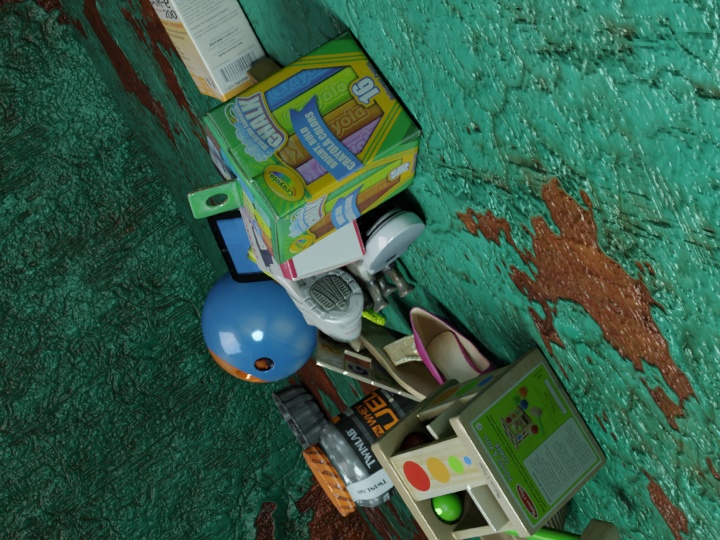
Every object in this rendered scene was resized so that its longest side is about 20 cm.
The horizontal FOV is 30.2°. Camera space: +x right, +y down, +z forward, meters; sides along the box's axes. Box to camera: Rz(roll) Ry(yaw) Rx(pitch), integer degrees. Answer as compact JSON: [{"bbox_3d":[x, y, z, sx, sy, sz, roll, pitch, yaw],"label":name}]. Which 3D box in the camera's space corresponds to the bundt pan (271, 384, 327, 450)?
[{"bbox_3d":[-0.127,0.353,3.156,0.202,0.076,0.202,54,169,16],"label":"bundt pan"}]

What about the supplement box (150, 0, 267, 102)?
[{"bbox_3d":[-0.191,-0.303,1.559,0.201,0.073,0.126,62,168,-21],"label":"supplement box"}]

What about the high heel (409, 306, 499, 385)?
[{"bbox_3d":[0.101,0.094,1.398,0.096,0.067,0.200,49,-175,-14],"label":"high heel"}]

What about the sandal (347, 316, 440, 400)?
[{"bbox_3d":[0.060,0.086,1.541,0.211,0.070,0.077,33,-158,31],"label":"sandal"}]

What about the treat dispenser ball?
[{"bbox_3d":[-0.163,0.085,2.215,0.201,0.200,0.201,54,169,16],"label":"treat dispenser ball"}]

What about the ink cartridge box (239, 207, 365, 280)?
[{"bbox_3d":[-0.074,-0.073,1.395,0.200,0.084,0.146,-169,61,-76],"label":"ink cartridge box"}]

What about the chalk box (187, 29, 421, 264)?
[{"bbox_3d":[-0.062,-0.098,1.213,0.124,0.199,0.125,55,169,14],"label":"chalk box"}]

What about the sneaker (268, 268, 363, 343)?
[{"bbox_3d":[-0.065,0.014,1.565,0.200,0.078,0.100,53,165,33],"label":"sneaker"}]

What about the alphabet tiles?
[{"bbox_3d":[0.026,0.100,1.593,0.166,0.008,0.200,20,-163,-8],"label":"alphabet tiles"}]

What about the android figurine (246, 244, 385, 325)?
[{"bbox_3d":[-0.056,0.022,1.797,0.199,0.041,0.182,32,-176,17],"label":"android figurine"}]

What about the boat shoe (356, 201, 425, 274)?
[{"bbox_3d":[0.019,-0.045,1.387,0.066,0.070,0.200,55,177,4],"label":"boat shoe"}]

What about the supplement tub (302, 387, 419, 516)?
[{"bbox_3d":[0.035,0.210,1.661,0.123,0.199,0.123,54,169,16],"label":"supplement tub"}]

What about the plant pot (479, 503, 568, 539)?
[{"bbox_3d":[0.161,0.233,1.448,0.201,0.092,0.201,54,168,16],"label":"plant pot"}]

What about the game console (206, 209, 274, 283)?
[{"bbox_3d":[-0.119,-0.006,1.974,0.171,0.118,0.200,51,168,31],"label":"game console"}]

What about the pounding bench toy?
[{"bbox_3d":[0.132,0.203,1.248,0.156,0.124,0.201,-28,95,52],"label":"pounding bench toy"}]

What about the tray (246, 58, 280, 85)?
[{"bbox_3d":[-0.056,-0.154,1.479,0.200,0.037,0.099,47,165,49],"label":"tray"}]

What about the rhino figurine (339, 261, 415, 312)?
[{"bbox_3d":[0.000,0.000,1.591,0.088,0.060,0.200,56,167,-6],"label":"rhino figurine"}]
